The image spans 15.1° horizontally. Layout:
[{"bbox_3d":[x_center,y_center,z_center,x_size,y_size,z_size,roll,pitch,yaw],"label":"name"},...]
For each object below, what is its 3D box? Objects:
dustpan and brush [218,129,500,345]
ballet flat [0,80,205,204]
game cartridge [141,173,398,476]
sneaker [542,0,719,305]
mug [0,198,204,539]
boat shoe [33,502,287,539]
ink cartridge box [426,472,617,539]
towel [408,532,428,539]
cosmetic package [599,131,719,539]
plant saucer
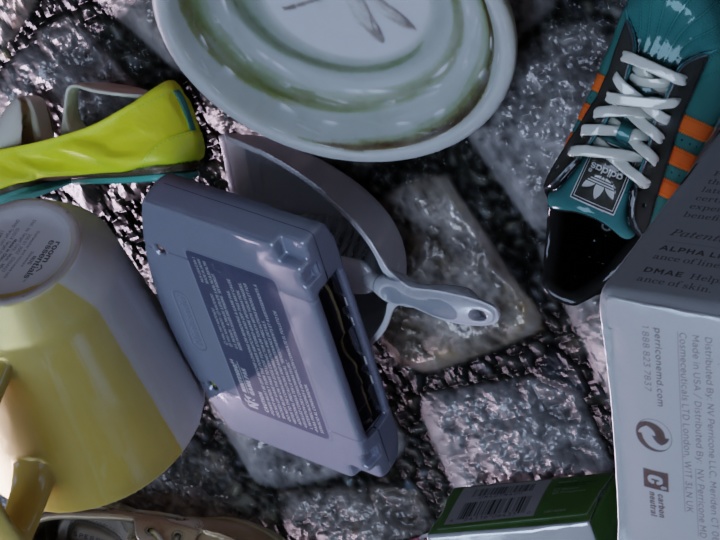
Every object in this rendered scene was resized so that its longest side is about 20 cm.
[{"bbox_3d":[0.000,0.000,1.559,0.200,0.057,0.140,8,124,28],"label":"dustpan and brush"},{"bbox_3d":[-0.178,-0.076,1.628,0.200,0.067,0.067,-8,94,33],"label":"ballet flat"},{"bbox_3d":[-0.056,0.031,1.580,0.133,0.041,0.200,15,142,30],"label":"game cartridge"},{"bbox_3d":[0.142,-0.064,1.411,0.071,0.080,0.200,25,130,16],"label":"sneaker"},{"bbox_3d":[-0.178,0.051,1.602,0.149,0.187,0.153,-20,136,-2],"label":"mug"},{"bbox_3d":[-0.128,0.188,1.750,0.200,0.065,0.072,11,94,30],"label":"boat shoe"},{"bbox_3d":[0.119,0.223,1.617,0.104,0.059,0.200,-8,112,24],"label":"ink cartridge box"},{"bbox_3d":[0.045,0.238,1.714,0.200,0.030,0.147,-22,107,40],"label":"towel"},{"bbox_3d":[0.233,0.040,1.344,0.165,0.200,0.165,10,125,25],"label":"cosmetic package"},{"bbox_3d":[-0.011,-0.144,1.455,0.200,0.050,0.200,10,139,9],"label":"plant saucer"}]
